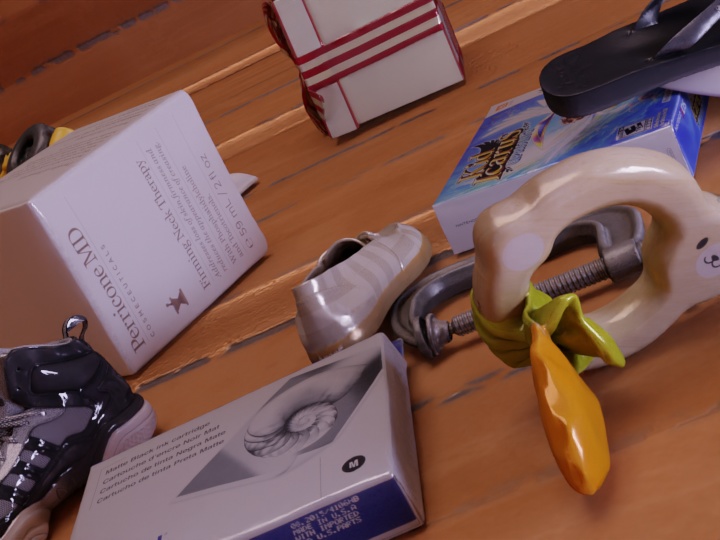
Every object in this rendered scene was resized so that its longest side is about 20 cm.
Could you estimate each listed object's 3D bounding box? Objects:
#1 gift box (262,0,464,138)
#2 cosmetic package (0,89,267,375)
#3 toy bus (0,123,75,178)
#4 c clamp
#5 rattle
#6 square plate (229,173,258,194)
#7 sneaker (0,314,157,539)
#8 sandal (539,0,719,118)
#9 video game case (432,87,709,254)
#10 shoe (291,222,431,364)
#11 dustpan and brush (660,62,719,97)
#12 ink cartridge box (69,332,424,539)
[{"bbox_3d":[-0.002,-0.265,1.443,0.186,0.186,0.200,-22,12,12],"label":"gift box"},{"bbox_3d":[-0.223,-0.025,1.129,0.166,0.168,0.200,-10,25,42],"label":"cosmetic package"},{"bbox_3d":[-0.328,-0.031,1.348,0.199,0.135,0.193,-12,58,45],"label":"toy bus"},{"bbox_3d":[0.102,0.006,0.801,0.199,0.027,0.171,-21,19,20],"label":"c clamp"},{"bbox_3d":[0.161,0.006,0.623,0.198,0.131,0.143,-11,21,-10],"label":"rattle"},{"bbox_3d":[-0.237,-0.046,1.438,0.199,0.029,0.198,-11,24,43],"label":"square plate"},{"bbox_3d":[-0.231,0.114,0.847,0.075,0.114,0.200,-6,27,49],"label":"sneaker"},{"bbox_3d":[0.212,-0.161,0.862,0.199,0.043,0.076,-26,35,-2],"label":"sandal"},{"bbox_3d":[0.162,-0.099,0.972,0.180,0.046,0.200,-19,20,27],"label":"video game case"},{"bbox_3d":[0.000,0.000,0.887,0.070,0.054,0.200,-33,8,23],"label":"shoe"},{"bbox_3d":[0.298,-0.154,0.892,0.199,0.058,0.139,19,36,25],"label":"dustpan and brush"},{"bbox_3d":[-0.065,0.107,0.723,0.199,0.041,0.200,-25,22,9],"label":"ink cartridge box"}]
